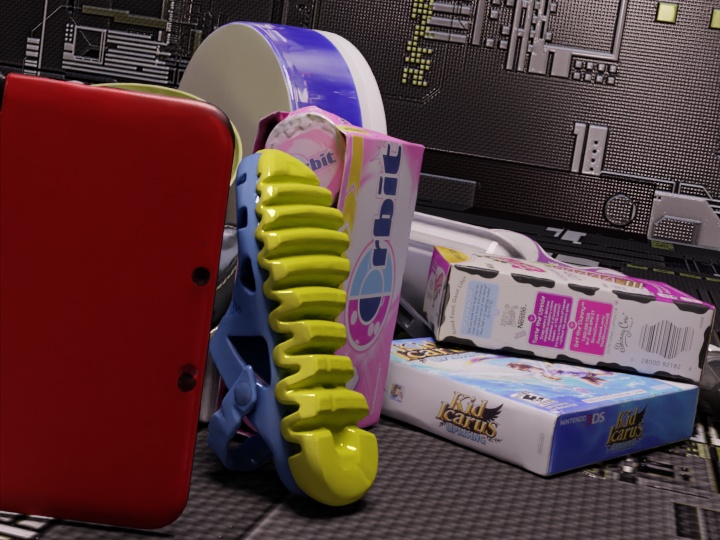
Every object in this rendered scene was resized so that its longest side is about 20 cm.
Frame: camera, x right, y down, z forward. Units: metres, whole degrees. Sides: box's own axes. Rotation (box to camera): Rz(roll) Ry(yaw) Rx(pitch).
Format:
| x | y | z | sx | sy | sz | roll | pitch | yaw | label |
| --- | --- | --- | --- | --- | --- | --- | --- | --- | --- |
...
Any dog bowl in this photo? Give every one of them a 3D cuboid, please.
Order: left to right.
| x | y | z | sx | sy | sz | roll | pitch | yaw | label |
| --- | --- | --- | --- | --- | --- | --- | --- | --- | --- |
| -0.068 | -0.082 | 0.914 | 0.079 | 0.201 | 0.200 | 2 | 10 | -35 | dog bowl |

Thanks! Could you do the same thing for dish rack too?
| x | y | z | sx | sy | sz | roll | pitch | yaw | label |
| --- | --- | --- | --- | --- | --- | --- | --- | --- | --- |
| 0.082 | 0.015 | 1.137 | 0.200 | 0.044 | 0.172 | 15 | -29 | 41 | dish rack |

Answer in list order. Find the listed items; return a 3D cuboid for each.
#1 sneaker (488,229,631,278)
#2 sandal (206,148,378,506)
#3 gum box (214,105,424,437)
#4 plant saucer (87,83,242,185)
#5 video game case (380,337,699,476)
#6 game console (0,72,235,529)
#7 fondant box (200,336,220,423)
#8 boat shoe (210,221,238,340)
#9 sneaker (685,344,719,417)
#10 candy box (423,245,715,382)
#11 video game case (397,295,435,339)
| x | y | z | sx | sy | sz | roll | pitch | yaw | label |
| --- | --- | --- | --- | --- | --- | --- | --- | --- | --- |
| 0.168 | 0.029 | 1.161 | 0.199 | 0.100 | 0.075 | 23 | 38 | 14 | sneaker |
| -0.051 | 0.031 | 0.671 | 0.087 | 0.201 | 0.079 | -15 | -19 | 32 | sandal |
| -0.023 | 0.001 | 0.771 | 0.066 | 0.201 | 0.113 | 12 | 6 | 24 | gum box |
| -0.180 | -0.064 | 0.844 | 0.199 | 0.031 | 0.200 | -1 | 39 | 1 | plant saucer |
| 0.116 | 0.087 | 0.883 | 0.181 | 0.046 | 0.200 | 14 | 10 | 40 | video game case |
| -0.161 | 0.006 | 0.596 | 0.118 | 0.201 | 0.172 | 4 | 8 | -34 | game console |
| -0.124 | 0.047 | 0.866 | 0.144 | 0.059 | 0.200 | 11 | 9 | 19 | fondant box |
| -0.132 | 0.015 | 0.731 | 0.074 | 0.066 | 0.199 | 26 | 47 | 33 | boat shoe |
| 0.346 | 0.097 | 1.002 | 0.199 | 0.067 | 0.090 | 1 | 13 | -21 | sneaker |
| 0.154 | 0.030 | 0.949 | 0.199 | 0.061 | 0.136 | 8 | 7 | -3 | candy box |
| 0.000 | 0.000 | 1.069 | 0.200 | 0.019 | 0.143 | 43 | 2 | -11 | video game case |
